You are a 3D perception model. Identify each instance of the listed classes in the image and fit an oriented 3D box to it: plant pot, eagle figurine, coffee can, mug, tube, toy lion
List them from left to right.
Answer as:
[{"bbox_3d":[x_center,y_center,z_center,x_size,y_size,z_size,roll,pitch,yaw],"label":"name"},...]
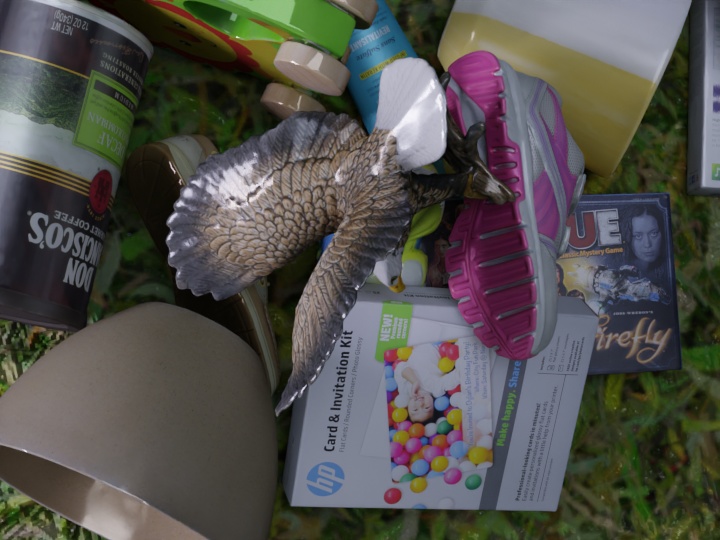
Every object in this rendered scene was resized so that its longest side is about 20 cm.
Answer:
[{"bbox_3d":[-0.232,-0.073,0.871,0.146,0.146,0.201,13,82,-8],"label":"coffee can"},{"bbox_3d":[-0.133,0.101,0.853,0.200,0.200,0.135,28,67,-5],"label":"plant pot"},{"bbox_3d":[-0.098,-0.170,0.876,0.191,0.200,0.069,23,84,-7],"label":"toy lion"},{"bbox_3d":[-0.010,-0.026,0.796,0.200,0.152,0.151,-31,102,-12],"label":"eagle figurine"},{"bbox_3d":[0.025,-0.131,0.975,0.077,0.050,0.200,-29,96,-1],"label":"tube"},{"bbox_3d":[0.135,-0.152,0.937,0.153,0.150,0.187,24,51,4],"label":"mug"}]

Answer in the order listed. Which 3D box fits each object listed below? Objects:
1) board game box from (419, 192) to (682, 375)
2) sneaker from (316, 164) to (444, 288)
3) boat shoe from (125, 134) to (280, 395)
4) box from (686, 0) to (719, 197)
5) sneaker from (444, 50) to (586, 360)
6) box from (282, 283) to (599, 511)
[{"bbox_3d":[0.137,0.013,0.971,0.199,0.035,0.136,-3,86,-13],"label":"board game box"},{"bbox_3d":[0.000,0.000,0.946,0.076,0.105,0.200,17,110,-23],"label":"sneaker"},{"bbox_3d":[-0.095,-0.003,0.922,0.066,0.074,0.200,-33,109,-48],"label":"boat shoe"},{"bbox_3d":[0.332,-0.154,1.031,0.144,0.036,0.201,4,84,-9],"label":"box"},{"bbox_3d":[0.110,-0.043,0.856,0.088,0.081,0.201,-4,91,-38],"label":"sneaker"},{"bbox_3d":[0.055,0.090,0.913,0.199,0.041,0.156,5,109,-14],"label":"box"}]
